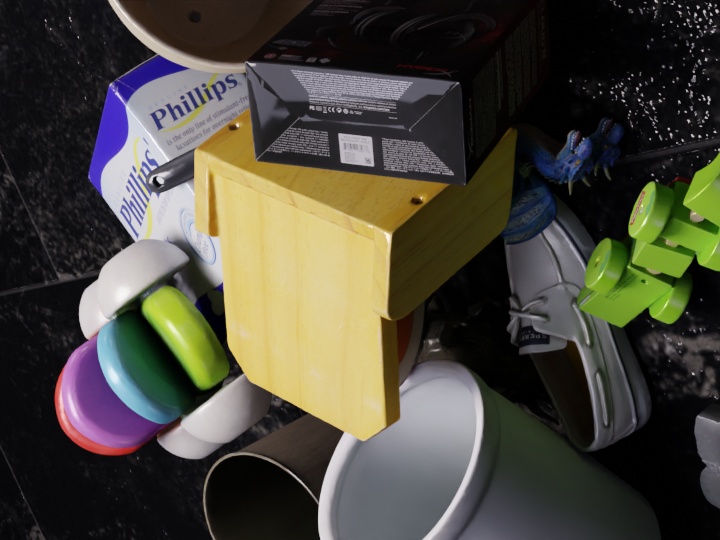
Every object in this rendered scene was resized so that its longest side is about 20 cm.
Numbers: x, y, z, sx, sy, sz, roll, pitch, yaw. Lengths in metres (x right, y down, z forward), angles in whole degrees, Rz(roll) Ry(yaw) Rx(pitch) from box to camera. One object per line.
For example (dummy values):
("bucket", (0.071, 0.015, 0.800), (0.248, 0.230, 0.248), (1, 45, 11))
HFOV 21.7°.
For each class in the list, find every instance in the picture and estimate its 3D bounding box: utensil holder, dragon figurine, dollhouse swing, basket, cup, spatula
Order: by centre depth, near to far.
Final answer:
("dragon figurine", (0.098, -0.053, 1.320), (0.200, 0.059, 0.100), (-47, 57, 30))
("dollhouse swing", (0.003, -0.016, 1.329), (0.200, 0.182, 0.176), (23, 142, 41))
("utensil holder", (0.098, 0.184, 1.372), (0.200, 0.170, 0.170), (33, 157, -29))
("cup", (-0.106, -0.230, 1.393), (0.201, 0.200, 0.143), (59, 165, 1))
("spatula", (-0.080, -0.103, 1.423), (0.200, 0.021, 0.057), (-24, 104, 23))
("basket", (-0.002, 0.163, 1.517), (0.180, 0.200, 0.136), (-29, 90, 54))

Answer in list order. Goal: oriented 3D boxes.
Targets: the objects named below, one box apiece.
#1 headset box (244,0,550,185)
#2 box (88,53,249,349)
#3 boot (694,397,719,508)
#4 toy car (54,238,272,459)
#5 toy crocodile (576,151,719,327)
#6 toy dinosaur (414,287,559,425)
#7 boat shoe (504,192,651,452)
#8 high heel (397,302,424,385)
("headset box", (0.034, -0.138, 1.249), (0.148, 0.200, 0.077), (9, 123, 22))
("box", (-0.123, -0.063, 1.559), (0.200, 0.105, 0.184), (53, 156, 10))
("boot", (0.315, 0.183, 1.251), (0.200, 0.066, 0.165), (19, 120, 39))
("toy car", (-0.179, 0.084, 1.535), (0.175, 0.150, 0.200), (55, 157, 0))
("toy crocodile", (0.203, -0.019, 1.253), (0.067, 0.062, 0.200), (21, 148, -7))
("toy dinosaur", (0.061, 0.053, 1.440), (0.200, 0.077, 0.103), (22, 128, 25))
("boat shoe", (0.141, 0.037, 1.357), (0.071, 0.070, 0.201), (-13, 101, 53))
("high heel", (0.000, 0.000, 1.413), (0.096, 0.067, 0.201), (137, 130, -65))
